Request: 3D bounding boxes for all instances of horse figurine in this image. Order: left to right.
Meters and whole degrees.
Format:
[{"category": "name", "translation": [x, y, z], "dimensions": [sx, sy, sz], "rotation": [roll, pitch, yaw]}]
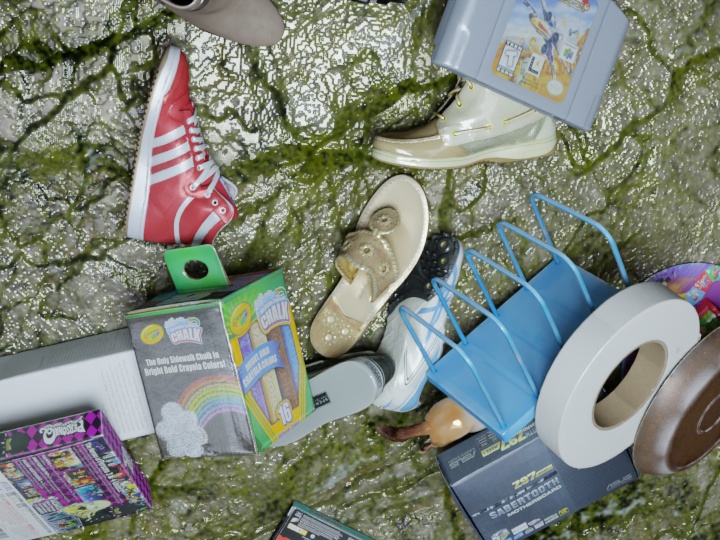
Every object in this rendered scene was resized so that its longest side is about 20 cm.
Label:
[{"category": "horse figurine", "translation": [0.118, 0.149, 1.225], "dimensions": [0.198, 0.133, 0.050], "rotation": [-22, 77, -6]}]

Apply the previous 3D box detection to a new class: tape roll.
[{"category": "tape roll", "translation": [0.257, 0.105, 1.135], "dimensions": [0.201, 0.037, 0.205], "rotation": [-26, 135, -28]}]

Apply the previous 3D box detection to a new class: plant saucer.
[{"category": "plant saucer", "translation": [0.370, 0.145, 1.228], "dimensions": [0.199, 0.032, 0.202], "rotation": [-28, 138, -27]}]

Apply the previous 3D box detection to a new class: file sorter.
[{"category": "file sorter", "translation": [0.157, 0.038, 1.147], "dimensions": [0.199, 0.139, 0.123], "rotation": [-40, 126, -12]}]

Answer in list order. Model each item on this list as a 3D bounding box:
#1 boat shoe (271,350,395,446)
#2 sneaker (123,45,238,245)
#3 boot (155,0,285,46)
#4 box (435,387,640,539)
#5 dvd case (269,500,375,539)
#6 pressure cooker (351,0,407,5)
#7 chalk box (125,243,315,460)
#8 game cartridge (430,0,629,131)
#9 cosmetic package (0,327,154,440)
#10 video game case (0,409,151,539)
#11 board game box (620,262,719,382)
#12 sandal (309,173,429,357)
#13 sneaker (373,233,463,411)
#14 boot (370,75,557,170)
[{"category": "boat shoe", "translation": [-0.050, 0.136, 1.226], "dimensions": [0.198, 0.064, 0.072], "rotation": [-19, 94, 30]}, {"category": "sneaker", "translation": [-0.165, -0.116, 1.138], "dimensions": [0.111, 0.071, 0.202], "rotation": [12, 114, -6]}, {"category": "boot", "translation": [-0.155, -0.259, 1.052], "dimensions": [0.198, 0.146, 0.071], "rotation": [26, 102, -14]}, {"category": "box", "translation": [0.200, 0.218, 1.273], "dimensions": [0.198, 0.051, 0.158], "rotation": [-28, 131, 2]}, {"category": "dvd case", "translation": [-0.066, 0.381, 1.341], "dimensions": [0.145, 0.022, 0.201], "rotation": [28, 102, -14]}, {"category": "pressure cooker", "translation": [0.000, -0.336, 1.029], "dimensions": [0.197, 0.176, 0.181], "rotation": [10, 104, -11]}, {"category": "chalk box", "translation": [-0.143, 0.072, 1.148], "dimensions": [0.123, 0.124, 0.203], "rotation": [-7, 100, 28]}, {"category": "game cartridge", "translation": [0.169, -0.228, 1.098], "dimensions": [0.198, 0.041, 0.135], "rotation": [17, 100, -31]}, {"category": "cosmetic package", "translation": [-0.293, 0.129, 1.205], "dimensions": [0.197, 0.074, 0.103], "rotation": [-11, 110, 0]}, {"category": "video game case", "translation": [-0.328, 0.220, 1.191], "dimensions": [0.179, 0.036, 0.201], "rotation": [-13, 147, -1]}, {"category": "board game box", "translation": [0.376, 0.094, 1.284], "dimensions": [0.156, 0.039, 0.203], "rotation": [-2, 109, -6]}, {"category": "sandal", "translation": [0.005, 0.003, 1.187], "dimensions": [0.077, 0.070, 0.213], "rotation": [31, 105, 9]}, {"category": "sneaker", "translation": [0.066, 0.056, 1.231], "dimensions": [0.072, 0.072, 0.202], "rotation": [12, 103, -43]}, {"category": "boot", "translation": [0.103, -0.184, 1.145], "dimensions": [0.197, 0.072, 0.157], "rotation": [-7, 110, -12]}]
